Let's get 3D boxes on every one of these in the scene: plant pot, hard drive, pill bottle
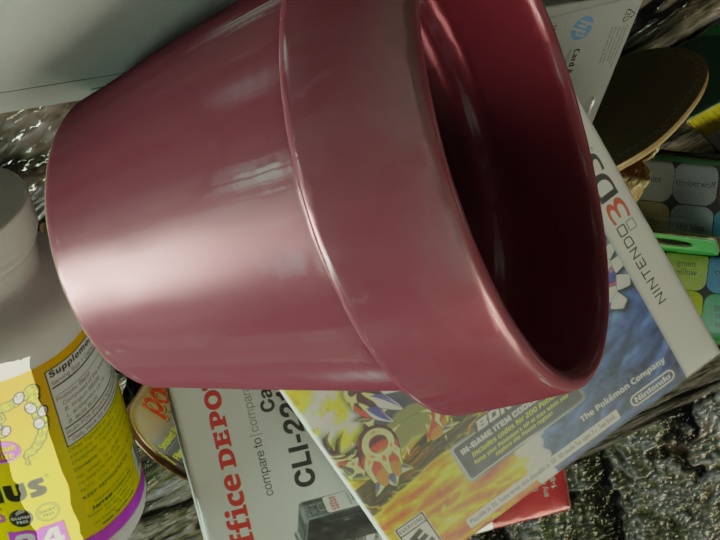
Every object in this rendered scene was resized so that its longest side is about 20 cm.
[{"bbox_3d":[-0.016,-0.032,0.589,0.179,0.200,0.200,-13,170,24],"label":"plant pot"},{"bbox_3d":[-0.078,-0.126,0.551,0.132,0.027,0.200,-14,162,-31],"label":"hard drive"},{"bbox_3d":[-0.173,0.051,0.719,0.104,0.104,0.200,-20,127,-14],"label":"pill bottle"}]

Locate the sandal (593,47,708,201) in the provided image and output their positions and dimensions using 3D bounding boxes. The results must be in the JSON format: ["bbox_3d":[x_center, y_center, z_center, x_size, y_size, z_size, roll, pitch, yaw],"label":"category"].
[{"bbox_3d":[0.134,-0.050,0.910,0.212,0.078,0.070,-42,140,-17],"label":"sandal"}]

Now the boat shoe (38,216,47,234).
[{"bbox_3d":[-0.112,-0.006,0.813,0.200,0.075,0.073,-22,164,-2],"label":"boat shoe"}]

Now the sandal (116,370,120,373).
[{"bbox_3d":[-0.168,0.032,0.937,0.200,0.045,0.075,4,146,-31],"label":"sandal"}]

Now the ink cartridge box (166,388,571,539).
[{"bbox_3d":[-0.001,0.077,0.805,0.200,0.144,0.084,-13,-165,-6],"label":"ink cartridge box"}]

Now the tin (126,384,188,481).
[{"bbox_3d":[-0.080,0.081,0.924,0.112,0.042,0.200,27,144,-10],"label":"tin"}]

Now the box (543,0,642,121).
[{"bbox_3d":[0.038,-0.076,0.756,0.200,0.041,0.156,-14,139,-31],"label":"box"}]

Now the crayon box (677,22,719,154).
[{"bbox_3d":[0.305,-0.154,0.969,0.200,0.051,0.127,-28,164,18],"label":"crayon box"}]

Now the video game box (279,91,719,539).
[{"bbox_3d":[0.055,0.024,0.731,0.200,0.182,0.047,-36,-161,-5],"label":"video game box"}]

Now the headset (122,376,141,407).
[{"bbox_3d":[-0.243,0.090,0.992,0.200,0.094,0.124,-5,165,-10],"label":"headset"}]

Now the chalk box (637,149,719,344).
[{"bbox_3d":[0.217,-0.018,1.010,0.124,0.124,0.200,8,-172,16],"label":"chalk box"}]
